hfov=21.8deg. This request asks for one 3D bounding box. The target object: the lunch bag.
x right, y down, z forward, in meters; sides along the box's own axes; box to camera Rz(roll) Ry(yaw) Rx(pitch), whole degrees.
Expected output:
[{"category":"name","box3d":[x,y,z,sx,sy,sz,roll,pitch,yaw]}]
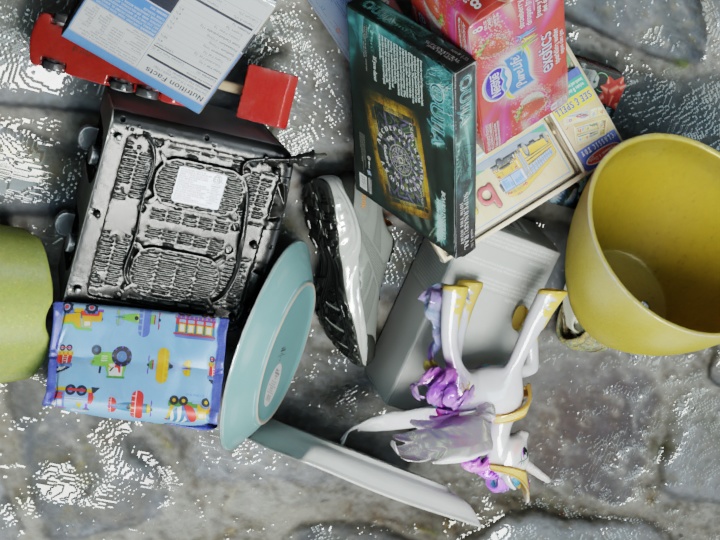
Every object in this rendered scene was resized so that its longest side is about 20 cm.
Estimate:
[{"category":"lunch bag","box3d":[-0.198,0.097,1.666,0.149,0.200,0.095,6,77,-4]}]

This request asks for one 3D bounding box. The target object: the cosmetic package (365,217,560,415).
[{"category":"cosmetic package","box3d":[0.095,0.040,1.783,0.106,0.090,0.201,20,108,-23]}]

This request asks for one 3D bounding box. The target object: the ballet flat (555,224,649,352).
[{"category":"ballet flat","box3d":[0.234,-0.011,1.811,0.070,0.071,0.202,5,113,-19]}]

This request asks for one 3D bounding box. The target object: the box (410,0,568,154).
[{"category":"box","box3d":[0.108,-0.203,1.567,0.095,0.100,0.200,-33,154,-9]}]

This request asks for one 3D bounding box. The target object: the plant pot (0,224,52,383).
[{"category":"plant pot","box3d":[-0.367,0.029,1.588,0.183,0.200,0.202,1,112,-30]}]

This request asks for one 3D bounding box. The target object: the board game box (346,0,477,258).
[{"category":"board game box","box3d":[0.044,-0.120,1.580,0.028,0.135,0.201,-32,140,-28]}]

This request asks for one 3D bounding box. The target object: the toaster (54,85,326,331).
[{"category":"toaster","box3d":[-0.158,-0.055,1.642,0.198,0.119,0.182,11,109,-20]}]

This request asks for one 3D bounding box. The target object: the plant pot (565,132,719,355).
[{"category":"plant pot","box3d":[0.264,-0.003,1.699,0.198,0.202,0.142,7,152,-20]}]

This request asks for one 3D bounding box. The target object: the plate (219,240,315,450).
[{"category":"plate","box3d":[-0.077,0.071,1.687,0.025,0.200,0.202,19,108,10]}]

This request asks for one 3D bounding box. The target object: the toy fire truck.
[{"category":"toy fire truck","box3d":[-0.167,-0.171,1.600,0.198,0.141,0.049,17,96,18]}]

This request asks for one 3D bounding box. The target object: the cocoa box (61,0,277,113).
[{"category":"cocoa box","box3d":[-0.136,-0.253,1.495,0.133,0.201,0.131,29,129,-15]}]

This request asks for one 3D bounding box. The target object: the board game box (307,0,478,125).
[{"category":"board game box","box3d":[0.019,-0.192,1.612,0.019,0.103,0.201,-36,96,-23]}]

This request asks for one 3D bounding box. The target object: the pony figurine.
[{"category":"pony figurine","box3d":[0.094,0.112,1.696,0.191,0.166,0.202,3,96,-22]}]

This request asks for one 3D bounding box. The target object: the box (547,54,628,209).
[{"category":"box","box3d":[0.135,-0.148,1.740,0.198,0.040,0.138,14,106,-22]}]

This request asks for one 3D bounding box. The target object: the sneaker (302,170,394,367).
[{"category":"sneaker","box3d":[0.000,0.000,1.743,0.079,0.074,0.202,-20,122,-28]}]

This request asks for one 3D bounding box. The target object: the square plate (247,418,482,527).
[{"category":"square plate","box3d":[-0.006,0.183,1.754,0.199,0.198,0.029,23,85,-24]}]

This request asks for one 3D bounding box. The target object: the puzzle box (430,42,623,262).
[{"category":"puzzle box","box3d":[0.125,-0.113,1.690,0.199,0.025,0.134,-32,97,-2]}]
